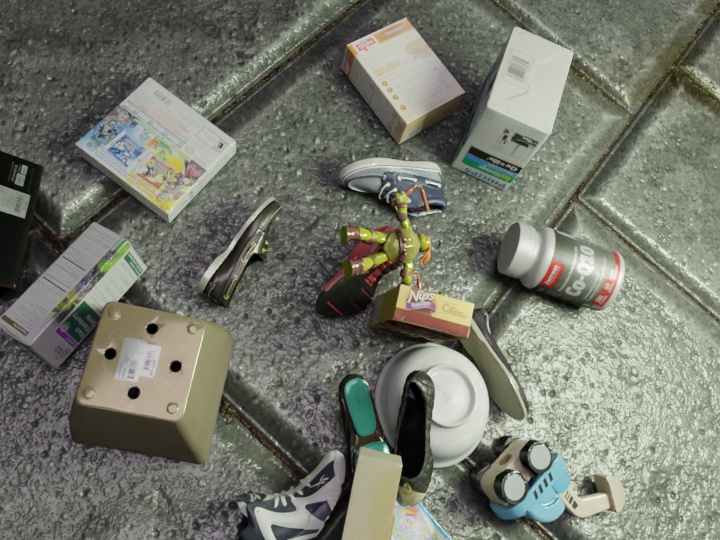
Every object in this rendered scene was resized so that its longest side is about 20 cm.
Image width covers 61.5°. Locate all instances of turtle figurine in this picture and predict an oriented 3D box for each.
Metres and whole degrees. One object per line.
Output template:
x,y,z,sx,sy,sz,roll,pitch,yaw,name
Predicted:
0.051,-0.028,0.963,0.159,0.064,0.203,-8,108,-20,turtle figurine

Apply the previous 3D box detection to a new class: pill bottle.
0.356,-0.010,1.089,0.197,0.114,0.115,18,66,-5,pill bottle

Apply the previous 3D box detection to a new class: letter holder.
-0.573,-0.063,0.918,0.100,0.141,0.203,20,61,-40,letter holder

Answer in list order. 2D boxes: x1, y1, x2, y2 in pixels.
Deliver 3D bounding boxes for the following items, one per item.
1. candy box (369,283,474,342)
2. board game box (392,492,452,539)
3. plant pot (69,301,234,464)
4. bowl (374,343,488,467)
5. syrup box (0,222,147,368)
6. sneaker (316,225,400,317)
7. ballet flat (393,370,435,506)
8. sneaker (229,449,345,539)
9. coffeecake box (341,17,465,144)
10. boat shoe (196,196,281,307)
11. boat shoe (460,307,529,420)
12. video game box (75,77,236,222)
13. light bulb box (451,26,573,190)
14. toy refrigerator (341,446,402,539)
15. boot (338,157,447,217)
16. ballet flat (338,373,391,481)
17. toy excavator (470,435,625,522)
0.089,0.072,0.948,0.115,0.200,0.057,15,81,-6,candy box
0.083,0.443,0.898,0.134,0.034,0.200,-38,82,-23,board game box
-0.293,0.146,0.849,0.197,0.177,0.203,13,67,-8,plant pot
0.127,0.206,0.968,0.198,0.090,0.204,5,68,-12,bowl
-0.424,0.035,0.903,0.081,0.079,0.201,24,64,21,syrup box
0.000,0.000,1.038,0.200,0.087,0.074,-43,121,-6,sneaker
0.073,0.247,0.892,0.066,0.057,0.203,4,92,30,ballet flat
-0.113,0.331,0.871,0.129,0.079,0.201,33,76,-8,sneaker
0.081,-0.374,1.188,0.152,0.073,0.201,-31,79,-21,coffeecake box
-0.187,-0.031,1.001,0.060,0.072,0.202,35,73,-2,boat shoe
0.234,0.152,1.023,0.062,0.073,0.202,-20,71,-29,boat shoe
-0.347,-0.209,1.044,0.199,0.047,0.183,37,64,3,video game box
0.280,-0.296,1.134,0.123,0.200,0.200,23,66,-1,light bulb box
0.011,0.358,0.837,0.069,0.076,0.203,12,82,4,toy refrigerator
0.063,-0.146,1.096,0.197,0.073,0.092,-4,65,-15,boot
0.007,0.259,0.928,0.067,0.068,0.203,-7,81,-16,ballet flat
0.304,0.348,0.962,0.194,0.100,0.201,-39,94,-21,toy excavator
